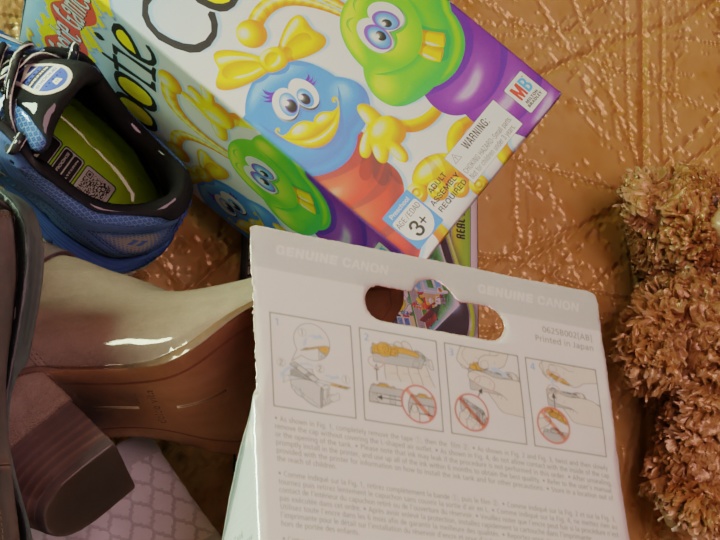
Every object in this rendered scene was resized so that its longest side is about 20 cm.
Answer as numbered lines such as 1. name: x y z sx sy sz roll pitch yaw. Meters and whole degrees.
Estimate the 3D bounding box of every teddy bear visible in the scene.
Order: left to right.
1. teddy bear: 0.180 0.041 0.960 0.145 0.067 0.201 20 66 -26

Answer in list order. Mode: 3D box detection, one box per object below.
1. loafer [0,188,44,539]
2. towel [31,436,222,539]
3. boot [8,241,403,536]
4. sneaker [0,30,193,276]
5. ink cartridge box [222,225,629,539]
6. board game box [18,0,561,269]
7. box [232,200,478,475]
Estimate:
1. loafer: -0.154 0.062 0.665 0.063 0.072 0.201 34 55 -64
2. towel: -0.109 0.166 0.691 0.200 0.032 0.191 -25 57 -26
3. boot: -0.102 0.023 0.762 0.200 0.146 0.070 -29 133 -29
4. sneaker: -0.149 -0.076 0.794 0.200 0.089 0.079 34 60 -17
5. ink cartridge box: 0.025 0.094 0.714 0.162 0.057 0.200 11 54 -27
6. board game box: -0.034 -0.086 0.818 0.200 0.103 0.105 39 69 1
7. box: 0.000 0.000 0.888 0.110 0.035 0.201 10 70 -27
